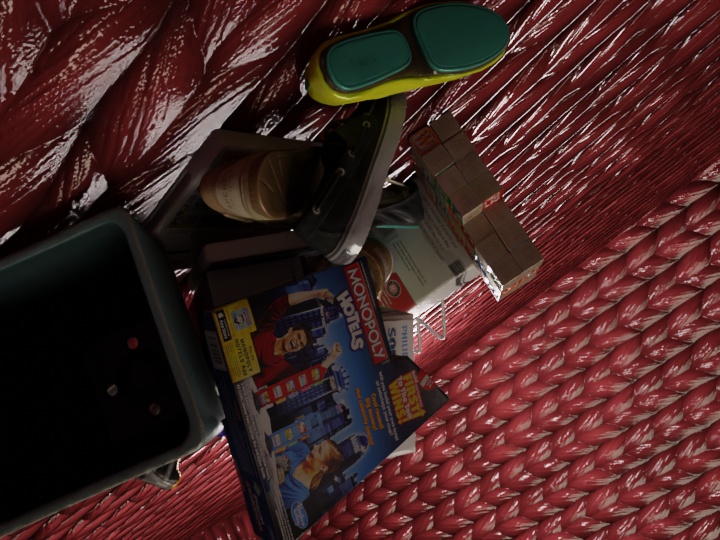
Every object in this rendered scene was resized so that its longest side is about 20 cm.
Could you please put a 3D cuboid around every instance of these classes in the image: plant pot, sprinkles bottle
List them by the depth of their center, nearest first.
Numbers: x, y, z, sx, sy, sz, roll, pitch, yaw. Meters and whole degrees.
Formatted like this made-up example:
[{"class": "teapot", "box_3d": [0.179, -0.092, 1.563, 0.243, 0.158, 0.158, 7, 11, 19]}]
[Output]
[{"class": "plant pot", "box_3d": [-0.229, 0.094, 0.628, 0.193, 0.200, 0.200, -23, 169, -1]}, {"class": "sprinkles bottle", "box_3d": [0.000, 0.000, 0.804, 0.068, 0.069, 0.200, -35, -178, 9]}]

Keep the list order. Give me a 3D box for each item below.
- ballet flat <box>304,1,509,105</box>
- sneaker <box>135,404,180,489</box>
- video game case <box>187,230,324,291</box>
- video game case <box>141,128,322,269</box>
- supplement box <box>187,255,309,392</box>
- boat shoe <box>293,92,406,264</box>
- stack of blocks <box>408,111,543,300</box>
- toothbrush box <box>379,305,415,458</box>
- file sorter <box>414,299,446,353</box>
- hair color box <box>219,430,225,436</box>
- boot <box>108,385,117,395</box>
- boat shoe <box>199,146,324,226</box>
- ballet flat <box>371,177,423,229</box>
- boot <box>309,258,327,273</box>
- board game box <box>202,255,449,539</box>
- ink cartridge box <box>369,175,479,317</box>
[{"class": "ballet flat", "box_3d": [0.037, -0.185, 0.610, 0.197, 0.068, 0.067, -22, -178, -26]}, {"class": "sneaker", "box_3d": [-0.287, 0.246, 1.046, 0.078, 0.077, 0.201, -44, -162, 22]}, {"class": "video game case", "box_3d": [-0.099, -0.011, 0.720, 0.140, 0.018, 0.200, -10, 175, -19]}, {"class": "video game case", "box_3d": [-0.119, -0.064, 0.707, 0.182, 0.023, 0.198, -43, 160, 29]}, {"class": "supplement box", "box_3d": [-0.116, 0.066, 0.731, 0.101, 0.103, 0.200, -10, 168, -20]}, {"class": "boat shoe", "box_3d": [-0.007, -0.101, 0.614, 0.056, 0.203, 0.068, 27, 146, -19]}, {"class": "stack of blocks", "box_3d": [0.136, -0.073, 0.840, 0.058, 0.202, 0.115, -31, 165, 0]}, {"class": "toothbrush box", "box_3d": [-0.024, 0.112, 0.792, 0.085, 0.149, 0.199, -4, -173, -30]}, {"class": "file sorter", "box_3d": [0.018, 0.073, 1.066, 0.197, 0.139, 0.126, -27, 131, -21]}, {"class": "hair color box", "box_3d": [-0.161, 0.165, 0.984, 0.196, 0.110, 0.065, -12, 127, 22]}, {"class": "boot", "box_3d": [-0.304, 0.173, 0.969, 0.199, 0.073, 0.182, -40, 166, -3]}, {"class": "boat shoe", "box_3d": [-0.071, -0.076, 0.630, 0.063, 0.073, 0.199, -1, -179, 19]}, {"class": "ballet flat", "box_3d": [0.003, -0.078, 0.832, 0.198, 0.074, 0.073, -12, 154, -43]}, {"class": "boot", "box_3d": [-0.120, 0.037, 0.929, 0.153, 0.075, 0.200, -6, 150, -43]}, {"class": "board game box", "box_3d": [-0.023, 0.099, 0.618, 0.197, 0.204, 0.061, -19, -172, -32]}, {"class": "ink cartridge box", "box_3d": [0.087, -0.039, 0.945, 0.198, 0.146, 0.084, -33, 165, 3]}]
